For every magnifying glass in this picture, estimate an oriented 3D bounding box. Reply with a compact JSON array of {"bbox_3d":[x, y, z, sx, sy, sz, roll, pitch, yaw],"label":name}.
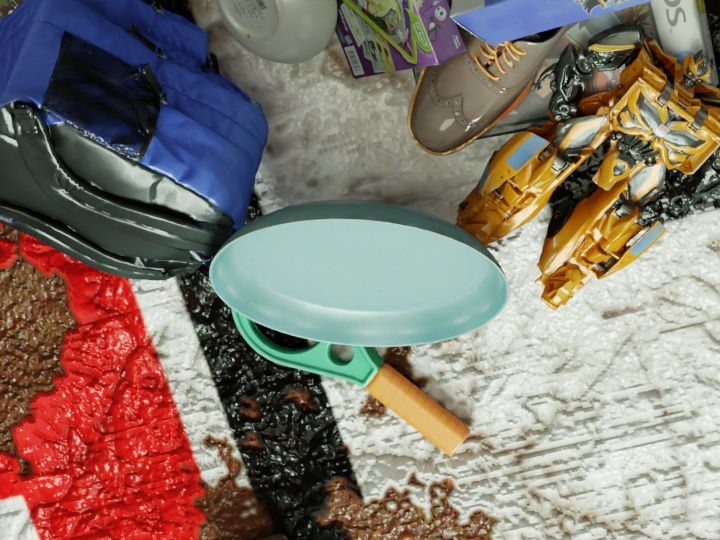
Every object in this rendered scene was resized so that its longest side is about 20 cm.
[{"bbox_3d":[-0.007,0.062,1.465,0.200,0.022,0.080,37,113,1],"label":"magnifying glass"}]

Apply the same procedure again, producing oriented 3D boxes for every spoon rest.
[{"bbox_3d":[-0.079,-0.230,1.373,0.099,0.061,0.200,-10,115,41],"label":"spoon rest"}]

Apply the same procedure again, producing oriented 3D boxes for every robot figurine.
[{"bbox_3d":[0.160,-0.067,1.336,0.145,0.058,0.200,33,125,-15],"label":"robot figurine"}]

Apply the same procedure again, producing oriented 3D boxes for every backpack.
[{"bbox_3d":[-0.161,-0.096,1.371,0.200,0.168,0.162,30,152,-24],"label":"backpack"}]

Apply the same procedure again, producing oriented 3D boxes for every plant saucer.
[{"bbox_3d":[0.000,0.000,1.361,0.199,0.200,0.028,-3,64,17],"label":"plant saucer"}]

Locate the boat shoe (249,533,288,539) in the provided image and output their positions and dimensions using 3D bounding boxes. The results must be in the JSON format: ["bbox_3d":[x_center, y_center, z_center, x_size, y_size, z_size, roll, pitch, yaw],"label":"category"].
[{"bbox_3d":[-0.031,0.287,1.517,0.075,0.075,0.203,-32,96,16],"label":"boat shoe"}]

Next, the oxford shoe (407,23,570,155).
[{"bbox_3d":[0.090,-0.151,1.313,0.071,0.073,0.200,37,114,1],"label":"oxford shoe"}]

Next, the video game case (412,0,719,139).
[{"bbox_3d":[0.122,-0.186,1.346,0.199,0.026,0.181,-9,105,18],"label":"video game case"}]

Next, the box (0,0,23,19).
[{"bbox_3d":[-0.263,-0.259,1.425,0.136,0.038,0.200,-35,95,23],"label":"box"}]

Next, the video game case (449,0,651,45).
[{"bbox_3d":[0.151,-0.243,1.217,0.200,0.045,0.182,-11,62,42],"label":"video game case"}]

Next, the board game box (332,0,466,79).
[{"bbox_3d":[-0.005,-0.225,1.330,0.032,0.120,0.201,-26,102,-20],"label":"board game box"}]
